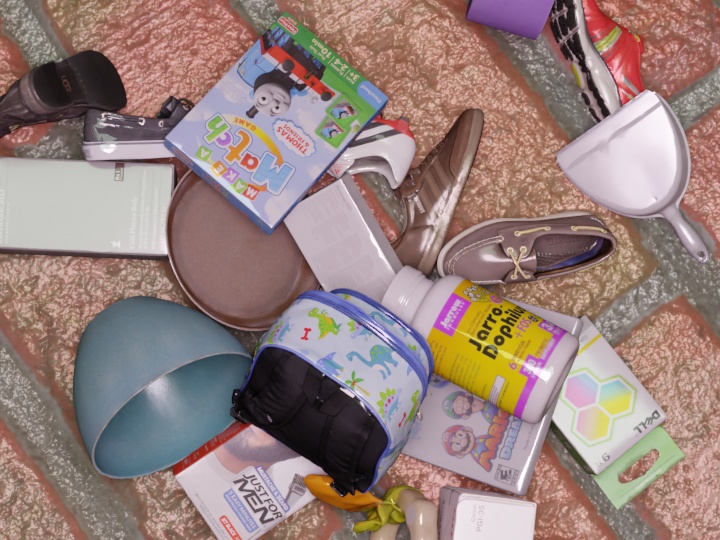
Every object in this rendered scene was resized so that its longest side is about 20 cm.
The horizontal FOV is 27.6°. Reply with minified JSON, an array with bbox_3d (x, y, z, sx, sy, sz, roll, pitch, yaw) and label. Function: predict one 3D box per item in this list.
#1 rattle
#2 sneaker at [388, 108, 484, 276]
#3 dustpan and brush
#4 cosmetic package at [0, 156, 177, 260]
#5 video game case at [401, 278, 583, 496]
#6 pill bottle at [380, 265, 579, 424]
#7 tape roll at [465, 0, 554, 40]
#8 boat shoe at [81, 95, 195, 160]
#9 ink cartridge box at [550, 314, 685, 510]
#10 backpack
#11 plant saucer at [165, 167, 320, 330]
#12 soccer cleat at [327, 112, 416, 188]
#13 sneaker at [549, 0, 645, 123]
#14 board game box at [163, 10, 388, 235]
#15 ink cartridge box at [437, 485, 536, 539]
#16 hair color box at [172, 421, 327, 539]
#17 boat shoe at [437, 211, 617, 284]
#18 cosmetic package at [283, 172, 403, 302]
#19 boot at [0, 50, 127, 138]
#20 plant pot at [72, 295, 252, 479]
[{"bbox_3d":[0.004,0.327,1.555,0.143,0.130,0.200,10,96,-41],"label":"rattle"},{"bbox_3d":[0.079,-0.097,1.644,0.075,0.070,0.200,20,82,3],"label":"sneaker"},{"bbox_3d":[0.333,-0.088,1.659,0.140,0.057,0.200,-35,88,19],"label":"dustpan and brush"},{"bbox_3d":[-0.304,-0.067,1.617,0.200,0.090,0.107,1,86,-6],"label":"cosmetic package"},{"bbox_3d":[0.129,0.124,1.603,0.182,0.024,0.200,16,83,29],"label":"video game case"},{"bbox_3d":[0.119,0.071,1.524,0.200,0.104,0.104,27,83,13],"label":"pill bottle"},{"bbox_3d":[0.183,-0.361,1.612,0.085,0.200,0.200,17,83,-1],"label":"tape roll"},{"bbox_3d":[-0.210,-0.159,1.610,0.200,0.070,0.066,-6,98,-24],"label":"boat shoe"},{"bbox_3d":[0.267,0.159,1.629,0.104,0.059,0.200,-38,87,-6],"label":"ink cartridge box"},{"bbox_3d":[-0.018,0.107,1.472,0.183,0.200,0.147,35,63,7],"label":"backpack"},{"bbox_3d":[-0.129,-0.030,1.610,0.200,0.032,0.200,8,74,-31],"label":"plant saucer"},{"bbox_3d":[-0.037,-0.145,1.639,0.200,0.069,0.085,12,66,-2],"label":"soccer cleat"},{"bbox_3d":[0.278,-0.260,1.669,0.085,0.077,0.200,-25,102,-12],"label":"sneaker"},{"bbox_3d":[-0.090,-0.160,1.585,0.151,0.037,0.200,40,74,2],"label":"board game box"},{"bbox_3d":[0.124,0.306,1.537,0.083,0.200,0.147,7,84,-2],"label":"ink cartridge box"},{"bbox_3d":[-0.092,0.206,1.599,0.200,0.064,0.111,-35,98,-7],"label":"hair color box"},{"bbox_3d":[0.186,-0.020,1.624,0.200,0.060,0.072,-10,112,-14],"label":"boat shoe"},{"bbox_3d":[0.000,0.000,1.613,0.083,0.051,0.200,-28,96,18],"label":"cosmetic package"},{"bbox_3d":[-0.372,-0.178,1.616,0.174,0.200,0.069,-20,88,28],"label":"boot"},{"bbox_3d":[-0.226,0.106,1.562,0.200,0.200,0.135,-34,64,-5],"label":"plant pot"}]
